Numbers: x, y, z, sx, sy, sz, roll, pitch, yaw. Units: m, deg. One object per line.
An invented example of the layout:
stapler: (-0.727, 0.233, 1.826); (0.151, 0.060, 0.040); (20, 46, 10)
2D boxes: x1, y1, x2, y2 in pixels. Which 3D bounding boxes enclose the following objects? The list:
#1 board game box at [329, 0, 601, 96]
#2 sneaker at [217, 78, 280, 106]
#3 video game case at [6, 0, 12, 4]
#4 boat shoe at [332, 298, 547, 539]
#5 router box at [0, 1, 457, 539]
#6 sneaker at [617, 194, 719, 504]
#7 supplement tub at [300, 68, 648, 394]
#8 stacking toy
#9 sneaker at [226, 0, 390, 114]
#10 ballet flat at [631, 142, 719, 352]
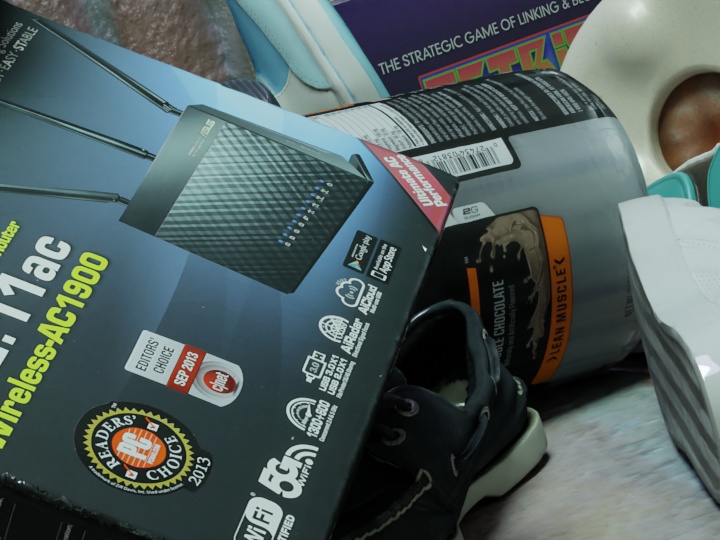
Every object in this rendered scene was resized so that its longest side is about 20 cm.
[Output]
board game box: (0.069, -0.065, 1.109); (0.199, 0.166, 0.057); (-23, 9, -33)
sneaker: (-0.088, 0.011, 0.966); (0.200, 0.082, 0.070); (-45, 31, 13)
video game case: (-0.151, -0.029, 0.706); (0.023, 0.183, 0.200); (22, -18, 2)
boat shoe: (0.005, 0.056, 0.750); (0.074, 0.067, 0.199); (-11, 10, 30)
router box: (-0.068, 0.019, 0.633); (0.149, 0.062, 0.200); (20, 35, 1)
sneaker: (0.147, 0.012, 0.752); (0.115, 0.074, 0.200); (-16, 17, 1)
supplement tub: (0.000, 0.000, 0.885); (0.199, 0.123, 0.122); (-14, 5, -25)
stacking toy: (0.186, -0.057, 1.038); (0.145, 0.147, 0.199); (-13, -7, 33)
sneaker: (-0.037, -0.029, 0.997); (0.130, 0.201, 0.080); (-29, 5, 1)
ballet flat: (0.148, -0.018, 0.890); (0.069, 0.070, 0.200); (-22, -17, -29)
